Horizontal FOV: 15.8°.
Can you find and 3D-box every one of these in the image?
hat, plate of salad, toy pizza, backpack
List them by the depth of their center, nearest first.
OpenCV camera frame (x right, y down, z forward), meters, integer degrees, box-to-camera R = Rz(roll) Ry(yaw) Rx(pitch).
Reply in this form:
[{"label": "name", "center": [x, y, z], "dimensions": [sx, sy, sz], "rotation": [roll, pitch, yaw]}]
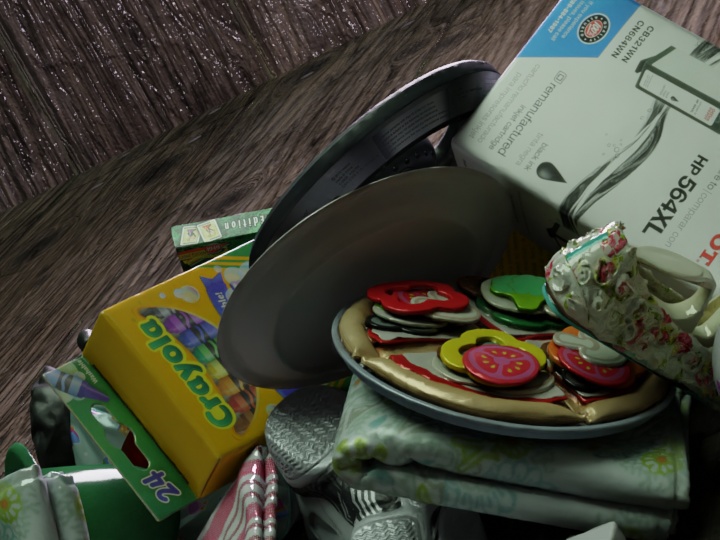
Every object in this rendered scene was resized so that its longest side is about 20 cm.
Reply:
[{"label": "toy pizza", "center": [0.083, 0.040, 1.474], "dimensions": [0.199, 0.032, 0.200], "rotation": [8, 21, -3]}, {"label": "plate of salad", "center": [0.000, 0.000, 1.561], "dimensions": [0.199, 0.048, 0.200], "rotation": [-23, -32, -15]}, {"label": "hat", "center": [-0.125, 0.162, 1.682], "dimensions": [0.175, 0.201, 0.166], "rotation": [-16, 29, -20]}, {"label": "backpack", "center": [-0.120, 0.132, 1.801], "dimensions": [0.199, 0.168, 0.127], "rotation": [-6, 26, 12]}]

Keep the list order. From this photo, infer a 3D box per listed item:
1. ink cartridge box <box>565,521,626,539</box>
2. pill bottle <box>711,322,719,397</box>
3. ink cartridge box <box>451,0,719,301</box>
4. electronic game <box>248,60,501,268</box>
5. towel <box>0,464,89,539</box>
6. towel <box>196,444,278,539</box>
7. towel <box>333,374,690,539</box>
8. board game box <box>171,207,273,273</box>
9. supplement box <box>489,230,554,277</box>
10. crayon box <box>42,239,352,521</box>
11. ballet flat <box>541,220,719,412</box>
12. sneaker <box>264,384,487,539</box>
[{"label": "ink cartridge box", "center": [0.055, 0.215, 1.318], "dimensions": [0.162, 0.057, 0.200], "rotation": [-24, 9, 22]}, {"label": "pill bottle", "center": [0.251, 0.066, 1.336], "dimensions": [0.104, 0.105, 0.200], "rotation": [-29, 13, 2]}, {"label": "ink cartridge box", "center": [0.179, -0.065, 1.570], "dimensions": [0.146, 0.200, 0.084], "rotation": [-52, -25, -15]}, {"label": "electronic game", "center": [0.011, -0.057, 1.613], "dimensions": [0.200, 0.042, 0.200], "rotation": [-37, -15, -12]}, {"label": "towel", "center": [-0.206, 0.225, 1.501], "dimensions": [0.048, 0.201, 0.171], "rotation": [-3, -16, -38]}, {"label": "towel", "center": [-0.097, 0.201, 1.532], "dimensions": [0.147, 0.030, 0.200], "rotation": [-54, 15, 21]}, {"label": "towel", "center": [0.091, 0.088, 1.480], "dimensions": [0.199, 0.048, 0.171], "rotation": [9, 19, 3]}, {"label": "board game box", "center": [-0.021, -0.011, 1.760], "dimensions": [0.199, 0.105, 0.024], "rotation": [-11, 52, 3]}, {"label": "supplement box", "center": [0.173, -0.020, 1.682], "dimensions": [0.199, 0.110, 0.109], "rotation": [-4, 18, 10]}, {"label": "crayon box", "center": [-0.084, 0.061, 1.644], "dimensions": [0.200, 0.126, 0.052], "rotation": [-27, -22, -38]}, {"label": "ballet flat", "center": [0.184, 0.032, 1.446], "dimensions": [0.064, 0.200, 0.076], "rotation": [-46, 42, 18]}, {"label": "sneaker", "center": [0.022, 0.160, 1.542], "dimensions": [0.075, 0.115, 0.200], "rotation": [-35, 49, -13]}]
